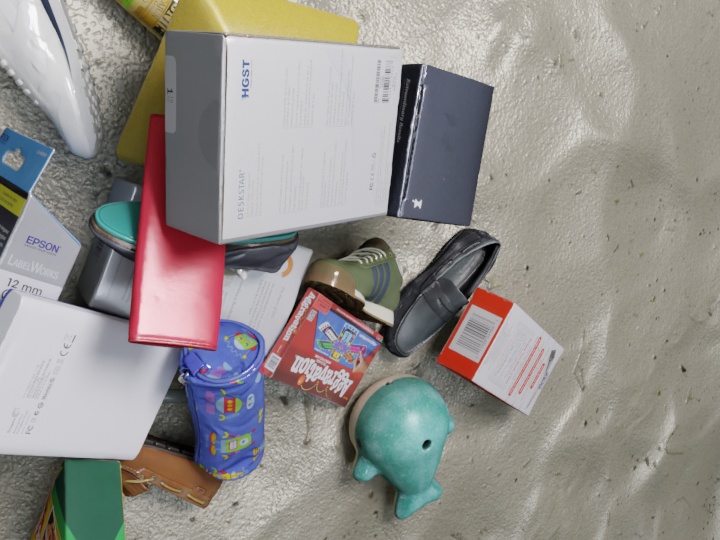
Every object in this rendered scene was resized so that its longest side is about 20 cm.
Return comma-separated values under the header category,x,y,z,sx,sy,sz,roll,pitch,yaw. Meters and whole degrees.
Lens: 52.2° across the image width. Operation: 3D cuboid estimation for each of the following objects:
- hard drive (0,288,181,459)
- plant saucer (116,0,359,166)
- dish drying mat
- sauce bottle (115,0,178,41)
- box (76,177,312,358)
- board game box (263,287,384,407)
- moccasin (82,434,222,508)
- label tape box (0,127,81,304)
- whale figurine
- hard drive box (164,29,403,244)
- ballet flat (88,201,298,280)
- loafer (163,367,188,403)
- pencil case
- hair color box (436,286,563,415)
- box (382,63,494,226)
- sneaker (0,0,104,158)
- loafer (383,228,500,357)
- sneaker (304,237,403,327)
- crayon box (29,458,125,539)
category,x,y,z,sx,sy,sz,roll,pitch,yaw
hard drive,-0.252,0.101,0.655,0.200,0.025,0.132,30,84,-59
plant saucer,-0.107,-0.162,0.709,0.200,0.049,0.200,-3,140,-45
dish drying mat,-0.152,-0.034,0.628,0.077,0.018,0.201,11,72,-33
sauce bottle,-0.164,-0.241,0.738,0.200,0.065,0.065,38,82,-29
box,-0.172,-0.002,0.767,0.199,0.097,0.125,21,90,-30
board game box,-0.037,0.095,0.850,0.103,0.019,0.200,-59,152,-5
moccasin,-0.243,0.214,0.794,0.201,0.074,0.078,30,78,-40
label tape box,-0.313,-0.017,0.653,0.066,0.143,0.201,28,86,-44
whale figurine,0.065,0.235,0.945,0.159,0.104,0.201,-22,111,-24
hard drive box,-0.061,-0.117,0.625,0.200,0.077,0.157,-13,114,-47
ballet flat,-0.152,-0.020,0.681,0.199,0.073,0.073,-1,101,-34
loafer,-0.250,0.099,0.766,0.199,0.075,0.070,7,92,-39
pencil case,-0.139,0.136,0.752,0.087,0.078,0.200,-19,141,-23
hair color box,0.190,0.112,0.975,0.200,0.064,0.111,36,83,-49
box,0.026,-0.134,0.781,0.104,0.200,0.149,4,100,-40
sneaker,-0.298,-0.197,0.679,0.080,0.076,0.201,-19,105,-12
loafer,0.105,0.028,0.939,0.068,0.070,0.201,45,77,-27
sneaker,0.000,0.000,0.849,0.200,0.067,0.090,39,66,-63
crayon box,-0.274,0.306,0.687,0.058,0.173,0.200,11,129,-30
